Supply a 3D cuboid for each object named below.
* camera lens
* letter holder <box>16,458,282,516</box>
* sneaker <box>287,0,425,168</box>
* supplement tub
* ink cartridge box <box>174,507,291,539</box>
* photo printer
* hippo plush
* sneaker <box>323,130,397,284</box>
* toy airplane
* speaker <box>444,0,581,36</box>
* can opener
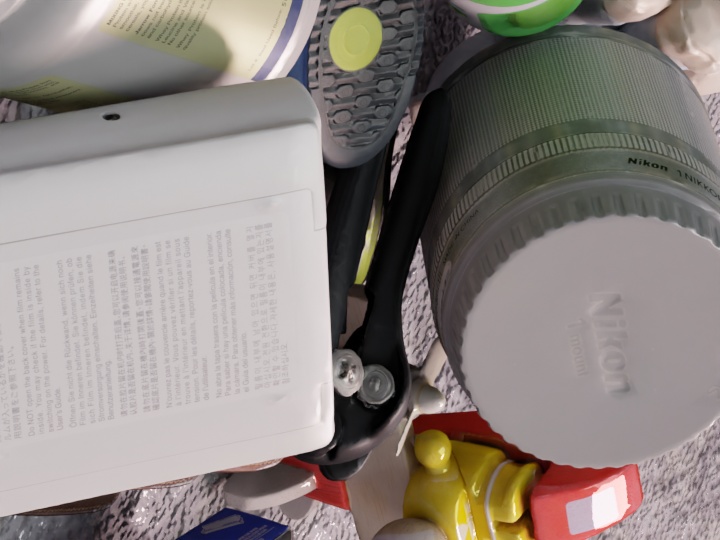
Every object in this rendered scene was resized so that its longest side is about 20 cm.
[{"bbox_3d":[0.110,-0.017,1.391,0.200,0.160,0.160,-97,-178,-58],"label":"camera lens"},{"bbox_3d":[-0.123,0.061,1.313,0.200,0.100,0.142,16,94,-58],"label":"letter holder"},{"bbox_3d":[-0.021,-0.149,1.290,0.066,0.078,0.201,-18,112,-32],"label":"sneaker"},{"bbox_3d":[-0.122,-0.140,1.170,0.200,0.145,0.145,13,95,-58],"label":"supplement tub"},{"bbox_3d":[-0.078,0.230,1.404,0.094,0.044,0.201,-28,126,-54],"label":"ink cartridge box"},{"bbox_3d":[-0.113,0.014,1.157,0.200,0.069,0.167,-12,115,-18],"label":"photo printer"},{"bbox_3d":[0.096,-0.126,1.523,0.161,0.200,0.159,-48,148,5],"label":"hippo plush"},{"bbox_3d":[-0.027,-0.060,1.424,0.083,0.072,0.200,-34,131,-41],"label":"sneaker"},{"bbox_3d":[0.021,0.118,1.469,0.199,0.200,0.141,-45,-163,35],"label":"toy airplane"},{"bbox_3d":[0.071,-0.157,1.316,0.200,0.088,0.089,-6,113,-85],"label":"speaker"},{"bbox_3d":[0.000,0.000,1.338,0.063,0.079,0.201,14,79,-19],"label":"can opener"}]
